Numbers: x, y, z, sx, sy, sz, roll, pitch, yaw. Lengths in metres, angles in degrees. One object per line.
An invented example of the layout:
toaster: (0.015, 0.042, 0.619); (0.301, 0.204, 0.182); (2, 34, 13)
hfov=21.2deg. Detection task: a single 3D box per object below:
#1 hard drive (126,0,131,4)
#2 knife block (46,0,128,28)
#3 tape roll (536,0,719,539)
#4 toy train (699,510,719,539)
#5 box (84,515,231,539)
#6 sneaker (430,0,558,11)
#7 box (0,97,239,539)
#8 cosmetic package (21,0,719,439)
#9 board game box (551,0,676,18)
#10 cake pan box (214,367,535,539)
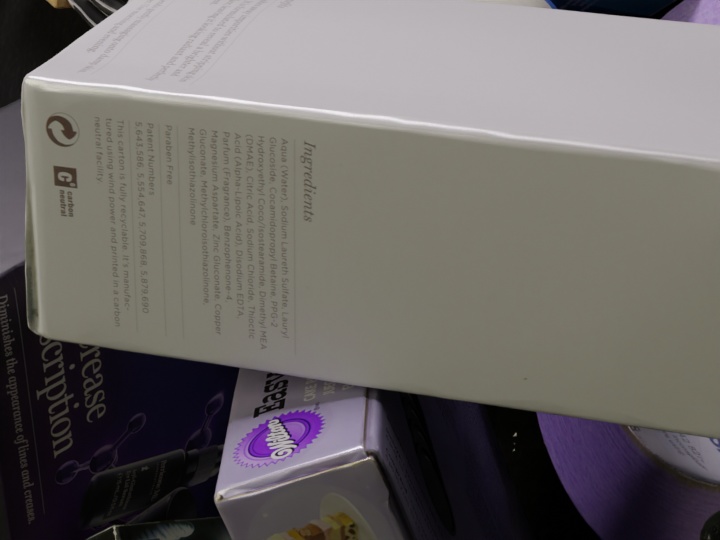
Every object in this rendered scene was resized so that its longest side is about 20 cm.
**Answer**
hard drive: (-0.050, -0.167, 0.877); (0.027, 0.132, 0.200); (36, 116, 4)
knife block: (-0.146, -0.173, 1.036); (0.200, 0.064, 0.176); (-40, 62, 59)
tape roll: (0.142, 0.006, 0.601); (0.200, 0.066, 0.201); (-21, 62, 48)
toy train: (0.112, 0.098, 0.534); (0.046, 0.034, 0.200); (30, 104, 40)
box: (-0.020, 0.185, 0.674); (0.040, 0.137, 0.200); (-30, 68, 44)
sneaker: (0.019, -0.105, 0.660); (0.111, 0.077, 0.200); (-45, 27, -24)
box: (-0.094, 0.033, 0.695); (0.079, 0.141, 0.200); (33, 140, 31)
cosmetic package: (0.021, -0.024, 0.528); (0.199, 0.113, 0.081); (10, 116, 16)
board game box: (0.090, -0.186, 0.697); (0.151, 0.047, 0.201); (161, 119, -79)
cake pan box: (0.021, 0.095, 0.597); (0.052, 0.200, 0.184); (-18, 25, 12)
